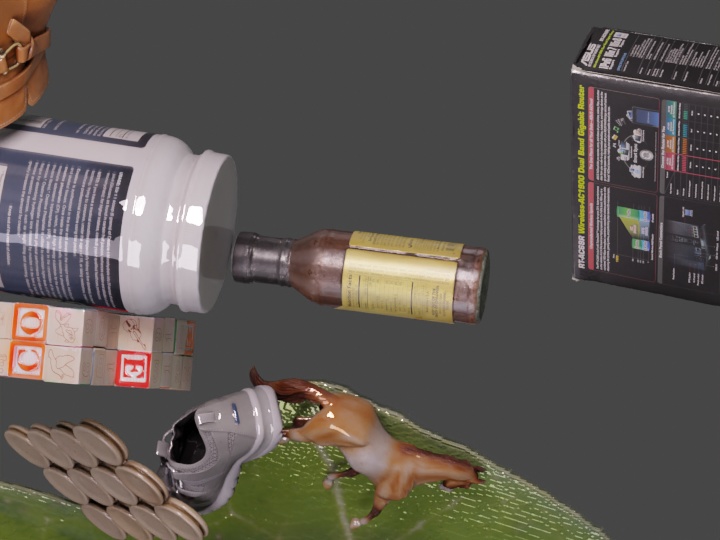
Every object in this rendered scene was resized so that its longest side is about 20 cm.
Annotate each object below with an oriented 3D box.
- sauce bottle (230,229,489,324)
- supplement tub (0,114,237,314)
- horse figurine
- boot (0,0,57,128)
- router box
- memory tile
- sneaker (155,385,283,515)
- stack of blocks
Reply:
[{"bbox_3d":[0.000,0.000,1.901,0.200,0.065,0.065,9,132,11],"label":"sauce bottle"},{"bbox_3d":[-0.205,-0.042,1.867,0.200,0.140,0.140,9,132,8],"label":"supplement tub"},{"bbox_3d":[-0.008,0.148,2.042,0.132,0.050,0.200,-26,122,39],"label":"horse figurine"},{"bbox_3d":[-0.285,-0.164,1.745,0.074,0.200,0.155,26,130,29],"label":"boot"},{"bbox_3d":[0.231,-0.071,1.760,0.150,0.062,0.200,11,133,17],"label":"router box"},{"bbox_3d":[-0.219,0.181,2.094,0.153,0.017,0.200,46,154,-19],"label":"memory tile"},{"bbox_3d":[-0.139,0.147,2.034,0.082,0.075,0.200,-1,151,-28],"label":"sneaker"},{"bbox_3d":[-0.215,0.061,1.932,0.115,0.200,0.059,4,87,14],"label":"stack of blocks"}]
